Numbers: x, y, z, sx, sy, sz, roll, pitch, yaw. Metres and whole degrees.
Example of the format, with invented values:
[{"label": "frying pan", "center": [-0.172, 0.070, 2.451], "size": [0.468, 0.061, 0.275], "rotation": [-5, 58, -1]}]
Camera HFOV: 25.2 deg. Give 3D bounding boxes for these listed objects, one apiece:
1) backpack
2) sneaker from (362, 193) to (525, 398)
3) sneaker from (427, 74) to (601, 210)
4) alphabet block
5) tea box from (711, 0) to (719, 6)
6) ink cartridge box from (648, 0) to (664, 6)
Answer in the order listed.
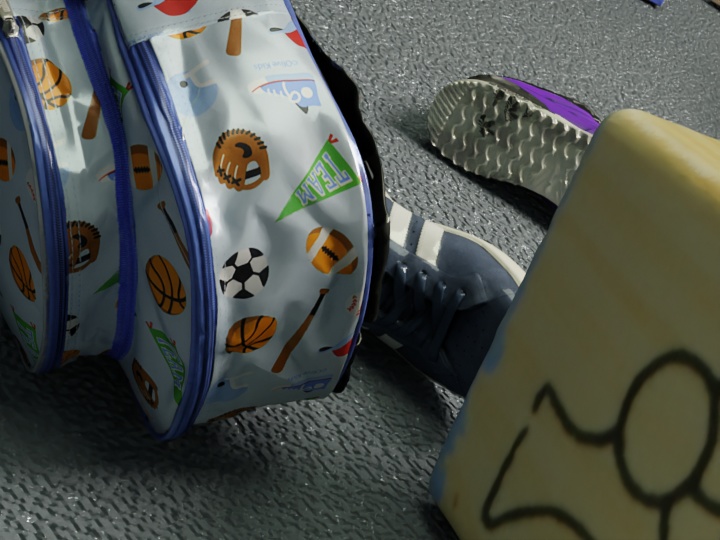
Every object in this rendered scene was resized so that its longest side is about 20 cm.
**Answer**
[{"label": "backpack", "center": [-0.072, -0.036, 0.622], "size": [0.153, 0.200, 0.191], "rotation": [-22, 58, -20]}, {"label": "sneaker", "center": [0.000, 0.000, 0.755], "size": [0.084, 0.075, 0.200], "rotation": [0, 29, -48]}, {"label": "sneaker", "center": [0.145, -0.068, 1.025], "size": [0.200, 0.070, 0.099], "rotation": [35, 24, 10]}, {"label": "alphabet block", "center": [0.172, 0.079, 0.614], "size": [0.196, 0.196, 0.200], "rotation": [14, 20, -25]}, {"label": "tea box", "center": [0.518, -0.306, 1.763], "size": [0.200, 0.134, 0.197], "rotation": [37, 27, 14]}, {"label": "ink cartridge box", "center": [0.289, -0.337, 1.686], "size": [0.094, 0.044, 0.200], "rotation": [28, 26, 1]}]
